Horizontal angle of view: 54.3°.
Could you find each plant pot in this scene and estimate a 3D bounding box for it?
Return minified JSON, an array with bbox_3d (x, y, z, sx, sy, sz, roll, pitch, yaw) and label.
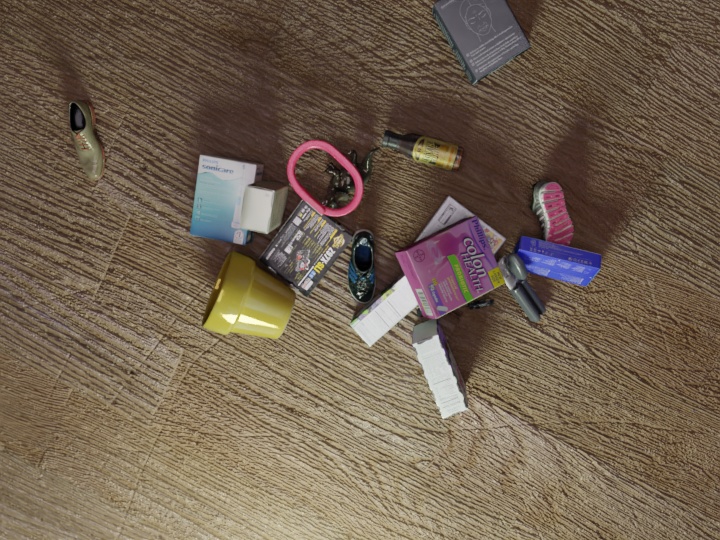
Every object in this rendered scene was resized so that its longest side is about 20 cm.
[{"bbox_3d":[-0.270,0.079,1.740,0.187,0.201,0.202,23,100,-16],"label":"plant pot"}]

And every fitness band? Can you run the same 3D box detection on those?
[{"bbox_3d":[-0.084,-0.220,1.687,0.200,0.037,0.144,43,96,-3],"label":"fitness band"}]

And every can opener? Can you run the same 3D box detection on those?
[{"bbox_3d":[0.397,0.045,1.720,0.053,0.066,0.201,-46,116,-21],"label":"can opener"}]

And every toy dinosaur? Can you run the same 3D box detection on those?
[{"bbox_3d":[-0.026,-0.234,1.734,0.199,0.077,0.103,-36,107,4],"label":"toy dinosaur"}]

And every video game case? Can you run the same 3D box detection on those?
[{"bbox_3d":[0.233,-0.053,1.761,0.181,0.023,0.201,36,99,-2],"label":"video game case"}]

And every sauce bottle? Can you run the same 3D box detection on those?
[{"bbox_3d":[0.150,-0.294,1.706,0.198,0.066,0.067,14,100,2],"label":"sauce bottle"}]

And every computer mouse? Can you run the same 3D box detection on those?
[{"bbox_3d":[0.236,0.086,1.759,0.198,0.059,0.034,-9,76,13],"label":"computer mouse"}]

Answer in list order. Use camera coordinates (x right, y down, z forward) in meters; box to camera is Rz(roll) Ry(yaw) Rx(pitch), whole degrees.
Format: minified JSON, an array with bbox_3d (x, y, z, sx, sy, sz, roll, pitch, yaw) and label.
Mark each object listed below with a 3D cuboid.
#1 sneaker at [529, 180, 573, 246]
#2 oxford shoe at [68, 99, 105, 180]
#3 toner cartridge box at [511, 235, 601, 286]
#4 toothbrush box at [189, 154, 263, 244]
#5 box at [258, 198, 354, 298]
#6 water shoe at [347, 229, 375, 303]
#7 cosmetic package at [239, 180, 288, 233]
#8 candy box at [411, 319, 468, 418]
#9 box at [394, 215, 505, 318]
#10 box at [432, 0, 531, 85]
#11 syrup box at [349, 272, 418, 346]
[{"bbox_3d":[0.461,-0.136,1.710,0.073,0.088,0.201,-22,120,-2],"label":"sneaker"},{"bbox_3d":[-0.693,-0.324,1.753,0.070,0.075,0.202,-11,99,5],"label":"oxford shoe"},{"bbox_3d":[0.473,-0.022,1.711,0.198,0.095,0.044,14,63,1],"label":"toner cartridge box"},{"bbox_3d":[-0.332,-0.178,1.747,0.145,0.085,0.202,9,100,3],"label":"toothbrush box"},{"bbox_3d":[-0.136,-0.058,1.772,0.159,0.049,0.201,37,100,-5],"label":"box"},{"bbox_3d":[0.000,0.000,1.740,0.071,0.079,0.202,0,115,4],"label":"water shoe"},{"bbox_3d":[-0.229,-0.156,1.685,0.070,0.200,0.106,11,99,2],"label":"cosmetic package"},{"bbox_3d":[0.197,0.237,1.736,0.071,0.168,0.202,-22,98,9],"label":"candy box"},{"bbox_3d":[0.214,-0.007,1.678,0.199,0.097,0.177,-25,95,-13],"label":"box"},{"bbox_3d":[0.278,-0.561,1.632,0.148,0.107,0.201,-30,97,8],"label":"box"},{"bbox_3d":[0.073,0.091,1.766,0.200,0.079,0.082,-43,94,9],"label":"syrup box"}]
